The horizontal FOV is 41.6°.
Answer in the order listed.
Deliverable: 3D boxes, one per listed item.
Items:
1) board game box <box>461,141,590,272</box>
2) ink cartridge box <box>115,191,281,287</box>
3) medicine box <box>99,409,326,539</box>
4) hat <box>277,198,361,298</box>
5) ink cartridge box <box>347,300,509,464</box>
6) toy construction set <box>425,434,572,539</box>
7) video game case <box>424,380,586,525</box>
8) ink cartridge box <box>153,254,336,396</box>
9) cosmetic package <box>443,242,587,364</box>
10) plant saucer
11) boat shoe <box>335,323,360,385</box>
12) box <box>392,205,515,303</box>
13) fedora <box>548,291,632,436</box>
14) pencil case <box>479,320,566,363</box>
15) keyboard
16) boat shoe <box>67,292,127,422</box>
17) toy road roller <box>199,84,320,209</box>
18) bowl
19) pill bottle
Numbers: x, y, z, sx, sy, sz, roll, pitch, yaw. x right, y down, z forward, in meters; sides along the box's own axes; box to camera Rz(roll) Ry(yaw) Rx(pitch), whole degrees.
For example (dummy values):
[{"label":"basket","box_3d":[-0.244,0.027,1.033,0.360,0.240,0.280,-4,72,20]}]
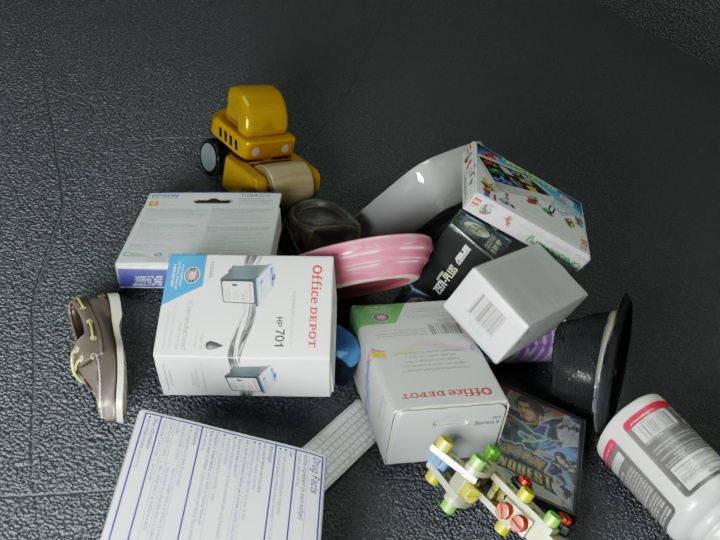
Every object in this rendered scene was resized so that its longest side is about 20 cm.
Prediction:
[{"label":"board game box","box_3d":[0.232,-0.091,1.333,0.198,0.035,0.127,27,38,-16]},{"label":"ink cartridge box","box_3d":[-0.206,-0.042,1.260,0.192,0.044,0.201,0,30,2]},{"label":"medicine box","box_3d":[-0.138,0.249,0.886,0.196,0.104,0.184,16,34,-9]},{"label":"hat","box_3d":[-0.052,-0.053,1.375,0.197,0.082,0.202,15,33,-10]},{"label":"ink cartridge box","box_3d":[0.074,0.131,1.150,0.142,0.089,0.201,-2,33,-17]},{"label":"toy construction set","box_3d":[0.156,0.269,1.032,0.130,0.092,0.201,20,32,-51]},{"label":"video game case","box_3d":[0.184,0.211,1.189,0.197,0.026,0.181,23,34,3]},{"label":"ink cartridge box","box_3d":[-0.127,0.062,1.097,0.196,0.087,0.149,0,52,1]},{"label":"cosmetic package","box_3d":[0.202,0.037,1.214,0.102,0.072,0.199,48,32,17]},{"label":"plant saucer","box_3d":[0.000,0.000,1.231,0.197,0.200,0.052,-5,80,-33]},{"label":"boat shoe","box_3d":[-0.088,0.078,1.188,0.083,0.070,0.199,-24,51,-35]},{"label":"box","box_3d":[0.149,-0.022,1.358,0.086,0.165,0.200,37,36,4]},{"label":"fedora","box_3d":[0.300,0.115,1.254,0.090,0.204,0.201,10,29,20]},{"label":"pencil case","box_3d":[0.204,0.084,1.301,0.197,0.087,0.083,1,9,-40]},{"label":"keyboard","box_3d":[-0.032,0.208,1.087,0.056,0.011,0.199,33,35,17]},{"label":"boat shoe","box_3d":[-0.291,0.095,1.050,0.058,0.073,0.201,0,35,-19]},{"label":"toy road roller","box_3d":[-0.151,-0.194,1.446,0.121,0.148,0.199,-13,39,-39]},{"label":"bowl","box_3d":[0.101,-0.107,1.456,0.199,0.199,0.075,-23,79,-48]},{"label":"pill bottle","box_3d":[0.393,0.258,1.160,0.109,0.112,0.201,-7,43,-35]}]
